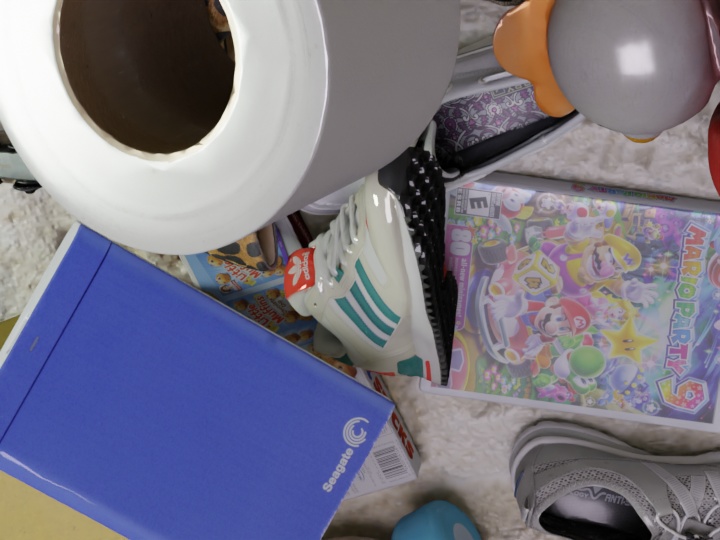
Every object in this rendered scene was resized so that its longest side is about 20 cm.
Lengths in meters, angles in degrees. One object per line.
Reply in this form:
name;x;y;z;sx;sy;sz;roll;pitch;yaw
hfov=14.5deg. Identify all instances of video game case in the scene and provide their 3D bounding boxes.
video game case;0.138;0.019;1.605;0.198;0.018;0.144;7;119;4

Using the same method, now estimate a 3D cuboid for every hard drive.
hard drive;-0.097;0.080;1.495;0.199;0.025;0.132;30;90;-18

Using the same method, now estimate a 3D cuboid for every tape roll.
tape roll;-0.068;-0.122;1.383;0.201;0.139;0.204;9;110;27

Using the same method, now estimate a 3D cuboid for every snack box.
snack box;-0.036;0.046;1.641;0.071;0.024;0.201;-17;115;19

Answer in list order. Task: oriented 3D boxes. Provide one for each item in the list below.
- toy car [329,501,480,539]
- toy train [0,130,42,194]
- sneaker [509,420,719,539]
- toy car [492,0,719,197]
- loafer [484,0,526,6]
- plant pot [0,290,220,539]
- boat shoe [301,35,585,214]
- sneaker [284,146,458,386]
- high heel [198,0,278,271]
toy car;0.008;0.272;1.652;0.184;0.200;0.177;-31;111;22
toy train;-0.192;-0.064;1.566;0.199;0.046;0.034;3;109;30
sneaker;0.181;0.149;1.634;0.198;0.082;0.075;9;120;3
toy car;0.168;-0.099;1.446;0.199;0.185;0.178;3;121;15
loafer;0.026;-0.203;1.450;0.200;0.070;0.075;42;120;-17
plant pot;-0.140;0.121;1.601;0.199;0.196;0.195;-28;109;18
boat shoe;0.042;-0.072;1.538;0.199;0.069;0.072;-16;116;16
sneaker;0.000;0.000;1.529;0.093;0.071;0.200;3;151;9
high heel;-0.052;-0.094;1.520;0.143;0.071;0.200;48;131;2
